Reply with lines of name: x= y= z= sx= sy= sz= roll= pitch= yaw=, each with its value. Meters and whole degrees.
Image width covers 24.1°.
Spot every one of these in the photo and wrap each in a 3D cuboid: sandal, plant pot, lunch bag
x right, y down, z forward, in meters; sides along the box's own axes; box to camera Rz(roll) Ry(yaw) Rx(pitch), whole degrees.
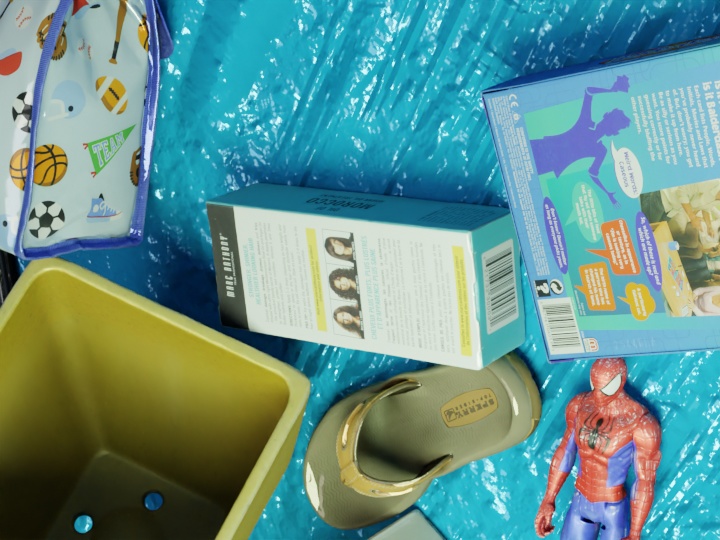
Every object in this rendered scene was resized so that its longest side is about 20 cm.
sandal: x=0.024 y=0.104 z=1.012 sx=0.200 sy=0.054 sz=0.081 roll=-31 pitch=86 yaw=43
plant pot: x=-0.155 y=0.147 z=1.072 sx=0.194 sy=0.195 sz=0.200 roll=24 pitch=155 yaw=11
lunch bag: x=-0.213 y=-0.127 z=1.072 sx=0.169 sy=0.123 sz=0.202 roll=18 pitch=108 yaw=37

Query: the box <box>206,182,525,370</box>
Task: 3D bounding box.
box: x=0.000 y=0.000 z=0.995 sx=0.199 sy=0.049 sz=0.083 roll=8 pitch=112 yaw=38

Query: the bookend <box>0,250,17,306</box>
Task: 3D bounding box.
bookend: x=-0.345 y=0.048 z=1.206 sx=0.092 sy=0.199 sz=0.200 roll=9 pitch=112 yaw=38

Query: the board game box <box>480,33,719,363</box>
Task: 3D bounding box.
board game box: x=0.166 y=-0.037 z=0.842 sx=0.199 sy=0.045 sz=0.153 roll=-6 pitch=103 yaw=42

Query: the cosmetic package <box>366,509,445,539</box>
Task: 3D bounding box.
cosmetic package: x=-0.014 y=0.252 z=1.072 sx=0.073 sy=0.103 sz=0.200 roll=47 pitch=129 yaw=17

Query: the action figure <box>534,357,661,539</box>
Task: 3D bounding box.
action figure: x=0.133 y=0.139 z=0.942 sx=0.065 sy=0.051 sz=0.202 roll=18 pitch=116 yaw=38
